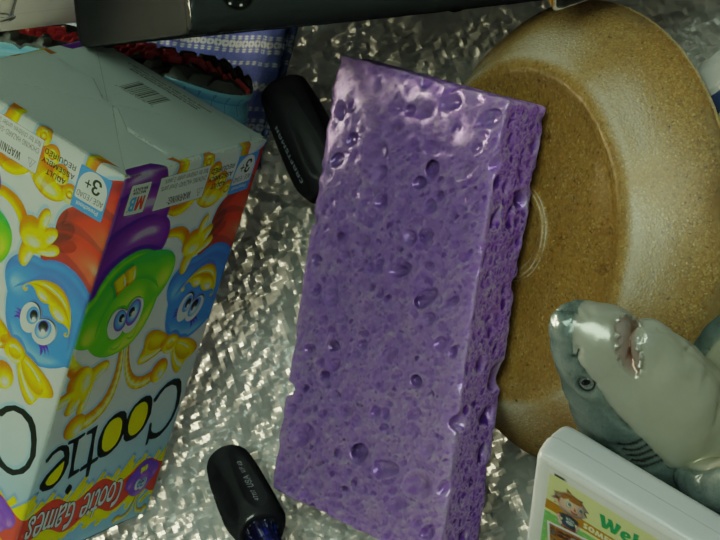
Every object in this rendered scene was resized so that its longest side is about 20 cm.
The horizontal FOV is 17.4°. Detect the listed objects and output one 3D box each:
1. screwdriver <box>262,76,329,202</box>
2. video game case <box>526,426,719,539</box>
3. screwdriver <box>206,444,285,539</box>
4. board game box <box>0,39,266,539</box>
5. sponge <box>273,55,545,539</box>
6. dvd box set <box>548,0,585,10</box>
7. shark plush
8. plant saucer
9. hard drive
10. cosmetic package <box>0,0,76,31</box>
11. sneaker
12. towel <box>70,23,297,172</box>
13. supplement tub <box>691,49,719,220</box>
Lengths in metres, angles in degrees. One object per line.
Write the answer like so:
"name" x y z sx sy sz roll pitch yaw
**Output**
"screwdriver" 0.000 0.000 1.089 0.029 0.028 0.201 -30 74 30
"video game case" 0.148 0.170 0.920 0.199 0.183 0.022 30 52 24
"screwdriver" -0.029 0.137 1.013 0.028 0.029 0.200 -57 35 17
"board game box" -0.137 0.015 1.043 0.105 0.103 0.201 30 117 24
"sponge" 0.019 0.015 1.022 0.111 0.030 0.201 18 102 47
"dvd box set" 0.109 -0.219 1.011 0.146 0.029 0.201 -19 65 -9
"shark plush" 0.112 0.076 0.950 0.083 0.200 0.091 5 63 4
"plant saucer" 0.078 -0.016 1.005 0.200 0.035 0.202 -3 87 54
"hard drive" -0.009 -0.124 1.030 0.199 0.139 0.033 -8 96 -26
"cosmetic package" -0.114 -0.169 1.047 0.199 0.151 0.052 -10 69 -22
"sneaker" -0.149 -0.068 1.121 0.199 0.079 0.096 14 101 28
"towel" -0.092 -0.152 1.174 0.144 0.024 0.201 8 76 21
"supplement tub" 0.218 0.002 0.959 0.144 0.145 0.201 -18 69 12
